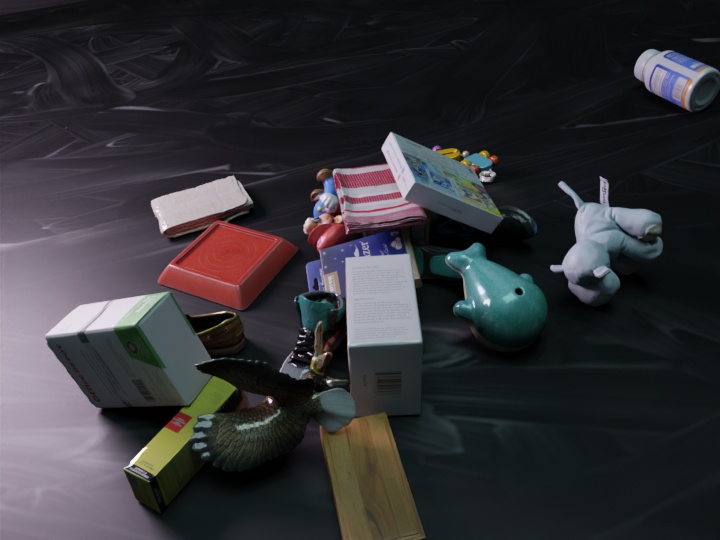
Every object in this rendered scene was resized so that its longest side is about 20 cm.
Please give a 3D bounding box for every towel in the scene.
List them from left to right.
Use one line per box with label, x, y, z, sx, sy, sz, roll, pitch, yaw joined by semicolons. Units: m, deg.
towel;-0.334;-0.136;1.461;0.199;0.035;0.133;-19;40;-17
towel;0.030;-0.138;1.254;0.143;0.023;0.201;-8;39;-5

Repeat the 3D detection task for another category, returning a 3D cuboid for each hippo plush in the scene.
hippo plush;0.419;-0.032;1.175;0.158;0.201;0.161;-2;41;37

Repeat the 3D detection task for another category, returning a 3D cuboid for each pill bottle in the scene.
pill bottle;0.803;-0.493;1.771;0.111;0.113;0.200;-18;41;-19

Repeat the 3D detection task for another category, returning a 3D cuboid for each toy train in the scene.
toy train;0.199;-0.210;1.507;0.198;0.056;0.151;7;41;16

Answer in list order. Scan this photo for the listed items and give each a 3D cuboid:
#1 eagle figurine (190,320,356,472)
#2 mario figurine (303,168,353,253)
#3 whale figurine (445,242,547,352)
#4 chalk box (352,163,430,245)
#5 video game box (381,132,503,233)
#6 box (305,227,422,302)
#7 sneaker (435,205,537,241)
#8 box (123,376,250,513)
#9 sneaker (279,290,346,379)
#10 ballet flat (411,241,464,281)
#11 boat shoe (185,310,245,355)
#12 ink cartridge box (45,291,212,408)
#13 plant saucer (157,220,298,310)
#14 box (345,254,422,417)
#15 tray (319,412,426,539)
eagle figurine;-0.121;0.174;0.940;0.199;0.151;0.153;-15;78;-48
mario figurine;-0.078;-0.109;1.327;0.105;0.124;0.201;-18;42;9
whale figurine;0.221;0.031;1.128;0.158;0.104;0.201;-20;63;-20
chalk box;0.054;-0.129;1.355;0.123;0.126;0.201;-7;40;-5
video game box;0.149;-0.162;1.281;0.199;0.047;0.183;18;30;-26
box;0.000;0.000;1.221;0.198;0.032;0.122;-16;53;6
sneaker;0.241;-0.083;1.339;0.199;0.074;0.082;13;49;32
box;-0.234;0.232;0.966;0.050;0.076;0.200;19;45;25
sneaker;-0.075;0.101;1.079;0.083;0.121;0.200;11;41;17
ballet flat;0.127;-0.017;1.267;0.198;0.074;0.073;9;40;24
boat shoe;-0.290;0.103;1.133;0.198;0.068;0.072;-10;41;-8
ink cartridge box;-0.334;0.119;1.006;0.199;0.147;0.084;-7;31;31
plant saucer;-0.251;-0.023;1.314;0.198;0.037;0.200;15;43;22
box;0.033;0.096;1.055;0.105;0.153;0.201;-3;38;0
tray;0.011;0.283;0.918;0.098;0.037;0.201;-10;40;-8
